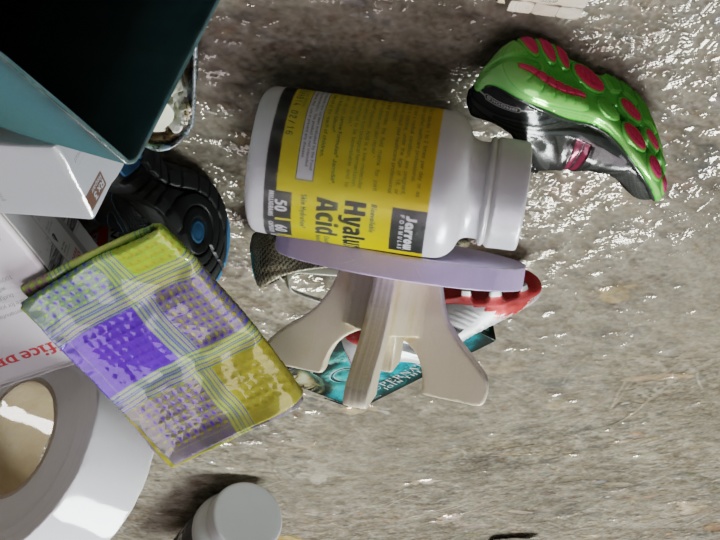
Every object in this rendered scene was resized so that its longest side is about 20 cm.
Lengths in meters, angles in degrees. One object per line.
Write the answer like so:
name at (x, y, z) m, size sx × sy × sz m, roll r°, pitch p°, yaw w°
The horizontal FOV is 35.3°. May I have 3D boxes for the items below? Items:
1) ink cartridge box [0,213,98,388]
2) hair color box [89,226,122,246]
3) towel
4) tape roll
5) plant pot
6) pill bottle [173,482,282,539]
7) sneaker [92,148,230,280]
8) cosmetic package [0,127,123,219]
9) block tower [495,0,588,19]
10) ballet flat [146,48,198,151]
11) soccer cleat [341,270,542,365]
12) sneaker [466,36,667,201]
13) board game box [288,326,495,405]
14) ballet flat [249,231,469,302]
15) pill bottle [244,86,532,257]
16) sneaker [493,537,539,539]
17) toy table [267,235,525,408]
ink cartridge box at (-0.301, -0.011, 0.887) m, size 0.146 × 0.083 × 0.200 m, roll -18°, pitch 127°, yaw 17°
hair color box at (-0.243, 0.030, 1.032) m, size 0.200 × 0.064 × 0.111 m, roll -25°, pitch 142°, yaw 25°
towel at (-0.148, 0.062, 0.867) m, size 0.143 × 0.023 × 0.200 m, roll -24°, pitch 120°, yaw 18°
tape roll at (-0.269, 0.151, 0.969) m, size 0.202 × 0.203 × 0.071 m, roll -26°, pitch 142°, yaw 28°
plant pot at (-0.206, -0.163, 0.629) m, size 0.200 × 0.142 × 0.141 m, roll 11°, pitch 160°, yaw 35°
pill bottle at (-0.182, 0.365, 1.515) m, size 0.113 × 0.113 × 0.200 m, roll 10°, pitch 144°, yaw -23°
sneaker at (-0.175, -0.057, 0.919) m, size 0.082 × 0.073 × 0.200 m, roll -3°, pitch 145°, yaw 27°
cosmetic package at (-0.257, -0.097, 0.745) m, size 0.200 × 0.102 × 0.074 m, roll 2°, pitch 142°, yaw 16°
block tower at (0.142, -0.238, 0.689) m, size 0.058 × 0.054 × 0.200 m, roll 3°, pitch 147°, yaw -15°
ballet flat at (-0.135, -0.154, 0.760) m, size 0.074 × 0.074 × 0.200 m, roll -3°, pitch 147°, yaw -6°
soccer cleat at (0.077, 0.047, 1.075) m, size 0.200 × 0.069 × 0.085 m, roll -17°, pitch 131°, yaw -14°
sneaker at (0.164, -0.111, 0.883) m, size 0.200 × 0.077 × 0.084 m, roll 29°, pitch 141°, yaw -28°
board game box at (0.022, 0.082, 1.189) m, size 0.200 × 0.028 × 0.135 m, roll -32°, pitch 140°, yaw 33°
ballet flat at (0.000, 0.000, 1.012) m, size 0.200 × 0.075 × 0.068 m, roll 2°, pitch 171°, yaw -13°
pill bottle at (0.022, -0.069, 0.839) m, size 0.200 × 0.111 × 0.111 m, roll 8°, pitch 147°, yaw 4°
sneaker at (0.243, 0.485, 1.820) m, size 0.088 × 0.075 × 0.200 m, roll -11°, pitch 148°, yaw -15°
toy table at (0.023, 0.035, 0.912) m, size 0.200 × 0.117 × 0.184 m, roll 12°, pitch -171°, yaw 20°
